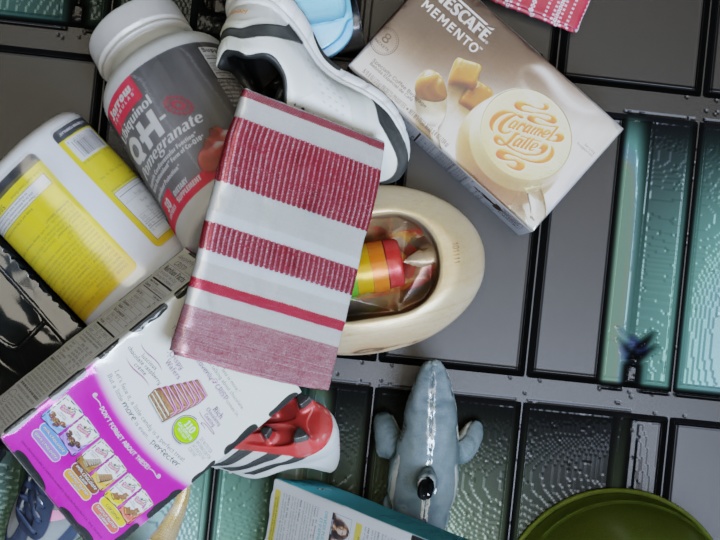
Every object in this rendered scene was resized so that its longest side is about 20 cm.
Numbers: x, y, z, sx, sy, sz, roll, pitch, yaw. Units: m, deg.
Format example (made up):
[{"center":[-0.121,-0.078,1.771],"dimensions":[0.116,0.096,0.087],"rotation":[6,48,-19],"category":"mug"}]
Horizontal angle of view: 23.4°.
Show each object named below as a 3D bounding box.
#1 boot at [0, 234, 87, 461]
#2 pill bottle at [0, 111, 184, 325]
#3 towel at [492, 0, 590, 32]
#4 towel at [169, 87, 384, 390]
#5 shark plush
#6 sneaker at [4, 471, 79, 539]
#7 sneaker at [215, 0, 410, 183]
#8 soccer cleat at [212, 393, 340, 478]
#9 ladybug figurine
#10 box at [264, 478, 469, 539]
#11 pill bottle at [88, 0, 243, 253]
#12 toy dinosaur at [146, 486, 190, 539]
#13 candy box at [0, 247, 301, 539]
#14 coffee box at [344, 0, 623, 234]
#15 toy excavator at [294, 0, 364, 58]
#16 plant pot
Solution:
[{"center":[-0.318,0.055,1.403],"dimensions":[0.162,0.073,0.198],"rotation":[-43,90,3],"category":"boot"},{"center":[-0.202,-0.021,1.385],"dimensions":[0.112,0.112,0.200],"rotation":[-43,91,-3],"category":"pill bottle"},{"center":[0.113,-0.298,1.450],"dimensions":[0.200,0.022,0.145],"rotation":[22,86,-4],"category":"towel"},{"center":[-0.060,-0.020,1.297],"dimensions":[0.144,0.023,0.200],"rotation":[18,84,-39],"category":"towel"},{"center":[0.041,0.175,1.387],"dimensions":[0.091,0.083,0.200],"rotation":[18,68,1],"category":"shark plush"},{"center":[-0.245,0.154,1.376],"dimensions":[0.070,0.082,0.200],"rotation":[36,106,31],"category":"sneaker"},{"center":[-0.041,-0.128,1.350],"dimensions":[0.200,0.074,0.080],"rotation":[42,43,-24],"category":"sneaker"},{"center":[-0.112,0.137,1.413],"dimensions":[0.200,0.085,0.069],"rotation":[-1,56,15],"category":"soccer cleat"},{"center":[0.000,0.000,1.415],"dimensions":[0.200,0.072,0.136],"rotation":[-6,89,-3],"category":"ladybug figurine"},{"center":[0.003,0.224,1.353],"dimensions":[0.049,0.200,0.082],"rotation":[7,94,-40],"category":"box"},{"center":[-0.134,-0.117,1.370],"dimensions":[0.111,0.111,0.200],"rotation":[-31,67,-3],"category":"pill bottle"},{"center":[-0.172,0.248,1.391],"dimensions":[0.101,0.058,0.200],"rotation":[37,107,-22],"category":"toy dinosaur"},{"center":[-0.163,0.098,1.311],"dimensions":[0.200,0.061,0.136],"rotation":[-39,120,-12],"category":"candy box"},{"center":[0.098,-0.137,1.417],"dimensions":[0.200,0.080,0.114],"rotation":[42,88,-2],"category":"coffee box"},{"center":[-0.053,-0.261,1.351],"dimensions":[0.100,0.200,0.195],"rotation":[-9,90,-3],"category":"toy excavator"},{"center":[0.218,0.281,1.362],"dimensions":[0.200,0.193,0.200],"rotation":[0,90,-2],"category":"plant pot"}]
